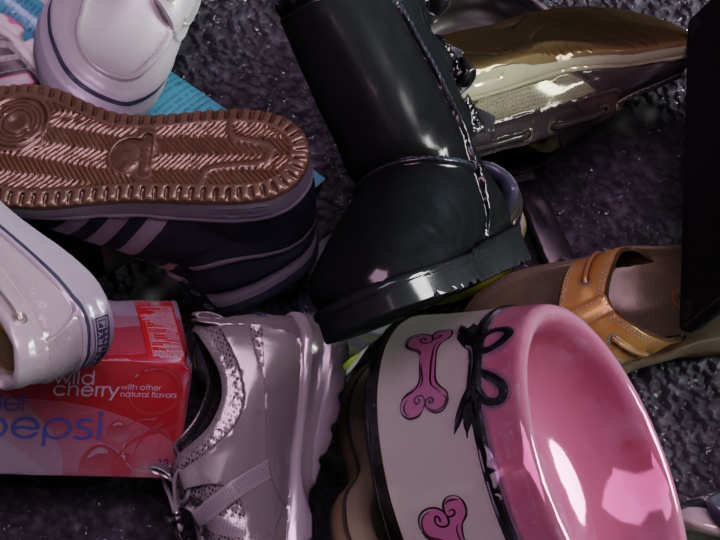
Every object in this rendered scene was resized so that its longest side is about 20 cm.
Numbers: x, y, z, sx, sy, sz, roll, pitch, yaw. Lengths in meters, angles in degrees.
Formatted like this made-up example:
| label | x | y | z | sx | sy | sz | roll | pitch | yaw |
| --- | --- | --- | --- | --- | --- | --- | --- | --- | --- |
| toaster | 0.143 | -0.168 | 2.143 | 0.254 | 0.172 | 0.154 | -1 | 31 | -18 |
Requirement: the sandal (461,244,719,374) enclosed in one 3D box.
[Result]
| label | x | y | z | sx | sy | sz | roll | pitch | yaw |
| --- | --- | --- | --- | --- | --- | --- | --- | --- | --- |
| sandal | 0.137 | 0.021 | 1.318 | 0.199 | 0.054 | 0.081 | -14 | 73 | -17 |

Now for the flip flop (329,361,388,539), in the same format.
| label | x | y | z | sx | sy | sz | roll | pitch | yaw |
| --- | --- | --- | --- | --- | --- | --- | --- | --- | --- |
| flip flop | 0.026 | 0.101 | 1.211 | 0.057 | 0.200 | 0.081 | -27 | 107 | 16 |

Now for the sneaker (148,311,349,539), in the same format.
| label | x | y | z | sx | sy | sz | roll | pitch | yaw |
| --- | --- | --- | --- | --- | --- | --- | --- | --- | --- |
| sneaker | -0.065 | 0.114 | 1.207 | 0.082 | 0.075 | 0.201 | 12 | 80 | -15 |

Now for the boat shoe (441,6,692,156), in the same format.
| label | x | y | z | sx | sy | sz | roll | pitch | yaw |
| --- | --- | --- | --- | --- | --- | --- | --- | --- | --- |
| boat shoe | 0.095 | -0.096 | 1.348 | 0.200 | 0.066 | 0.072 | -13 | 29 | -39 |

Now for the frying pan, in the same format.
| label | x | y | z | sx | sy | sz | roll | pitch | yaw |
| --- | --- | --- | --- | --- | --- | --- | --- | --- | --- |
| frying pan | 0.091 | -0.075 | 1.386 | 0.115 | 0.031 | 0.190 | -38 | 85 | -23 |

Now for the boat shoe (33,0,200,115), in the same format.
| label | x | y | z | sx | sy | sz | roll | pitch | yaw |
| --- | --- | --- | --- | --- | --- | --- | --- | --- | --- |
| boat shoe | -0.120 | -0.150 | 1.335 | 0.073 | 0.067 | 0.200 | 27 | 33 | -14 |

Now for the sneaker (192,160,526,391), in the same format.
| label | x | y | z | sx | sy | sz | roll | pitch | yaw |
| --- | --- | --- | --- | --- | --- | --- | --- | --- | --- |
| sneaker | 0.000 | 0.000 | 1.295 | 0.200 | 0.081 | 0.074 | -34 | 74 | -16 |

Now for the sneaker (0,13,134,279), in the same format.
| label | x | y | z | sx | sy | sz | roll | pitch | yaw |
| --- | --- | --- | --- | --- | --- | --- | --- | --- | --- |
| sneaker | -0.185 | -0.064 | 1.318 | 0.200 | 0.074 | 0.087 | 40 | 57 | 9 |

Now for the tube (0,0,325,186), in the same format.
| label | x | y | z | sx | sy | sz | roll | pitch | yaw |
| --- | --- | --- | --- | --- | --- | --- | --- | --- | --- |
| tube | -0.118 | -0.088 | 1.358 | 0.200 | 0.050 | 0.077 | 35 | 47 | 10 |

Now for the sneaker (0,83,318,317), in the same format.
| label | x | y | z | sx | sy | sz | roll | pitch | yaw |
| --- | --- | --- | --- | --- | --- | --- | --- | --- | --- |
| sneaker | -0.115 | -0.032 | 1.256 | 0.199 | 0.109 | 0.070 | 5 | 61 | 12 |

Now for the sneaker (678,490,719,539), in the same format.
| label | x | y | z | sx | sy | sz | roll | pitch | yaw |
| --- | --- | --- | --- | --- | --- | --- | --- | --- | --- |
| sneaker | 0.209 | 0.109 | 1.267 | 0.129 | 0.080 | 0.200 | 17 | 69 | -8 |

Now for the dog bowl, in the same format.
| label | x | y | z | sx | sy | sz | roll | pitch | yaw |
| --- | --- | --- | --- | --- | --- | --- | --- | --- | --- |
| dog bowl | 0.084 | 0.104 | 1.175 | 0.074 | 0.200 | 0.201 | -22 | 58 | 24 |

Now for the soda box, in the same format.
| label | x | y | z | sx | sy | sz | roll | pitch | yaw |
| --- | --- | --- | --- | --- | --- | --- | --- | --- | --- |
| soda box | -0.185 | 0.055 | 1.229 | 0.199 | 0.070 | 0.063 | 2 | 27 | -13 |

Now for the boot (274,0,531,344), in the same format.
| label | x | y | z | sx | sy | sz | roll | pitch | yaw |
| --- | --- | --- | --- | --- | --- | --- | --- | --- | --- |
| boot | 0.007 | -0.061 | 1.179 | 0.073 | 0.198 | 0.163 | -22 | 91 | 25 |

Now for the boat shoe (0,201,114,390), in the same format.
| label | x | y | z | sx | sy | sz | roll | pitch | yaw |
| --- | --- | --- | --- | --- | --- | --- | --- | --- | --- |
| boat shoe | -0.214 | -0.003 | 1.187 | 0.202 | 0.075 | 0.086 | 36 | 39 | 26 |

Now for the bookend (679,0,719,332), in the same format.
| label | x | y | z | sx | sy | sz | roll | pitch | yaw |
| --- | --- | --- | --- | --- | --- | --- | --- | --- | --- |
| bookend | 0.274 | -0.043 | 1.317 | 0.199 | 0.092 | 0.199 | 19 | 55 | -19 |
